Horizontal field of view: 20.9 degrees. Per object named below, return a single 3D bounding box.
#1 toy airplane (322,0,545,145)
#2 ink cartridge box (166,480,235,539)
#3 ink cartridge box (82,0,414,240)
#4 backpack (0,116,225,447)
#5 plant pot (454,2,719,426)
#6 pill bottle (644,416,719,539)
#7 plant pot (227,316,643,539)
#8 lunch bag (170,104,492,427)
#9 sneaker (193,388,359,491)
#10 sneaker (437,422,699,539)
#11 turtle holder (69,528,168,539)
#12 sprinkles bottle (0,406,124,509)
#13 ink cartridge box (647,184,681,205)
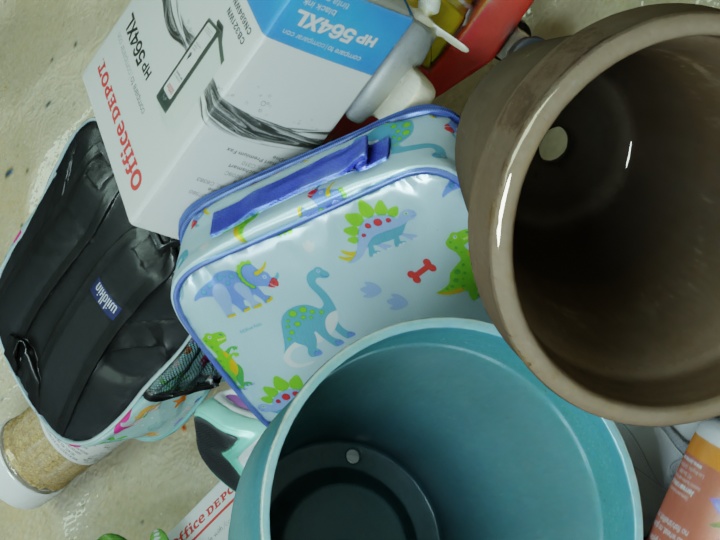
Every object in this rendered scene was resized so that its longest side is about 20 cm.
[{"bbox_3d":[0.008,-0.141,1.221,0.199,0.141,0.199,-10,32,43],"label":"toy airplane"},{"bbox_3d":[-0.064,0.199,1.261,0.116,0.068,0.200,-46,46,22],"label":"ink cartridge box"},{"bbox_3d":[-0.073,-0.132,1.161,0.200,0.084,0.146,-51,42,28],"label":"ink cartridge box"},{"bbox_3d":[-0.147,0.015,1.286,0.200,0.150,0.178,-50,61,27],"label":"backpack"},{"bbox_3d":[0.126,-0.045,0.976,0.201,0.200,0.175,-61,25,7],"label":"plant pot"},{"bbox_3d":[0.184,0.184,0.983,0.112,0.112,0.201,27,94,48],"label":"pill bottle"},{"bbox_3d":[0.018,0.139,1.025,0.188,0.199,0.201,148,132,-68],"label":"plant pot"},{"bbox_3d":[0.000,0.000,1.128,0.199,0.161,0.083,-24,35,19],"label":"lunch bag"},{"bbox_3d":[0.007,0.114,1.205,0.200,0.140,0.078,41,147,28],"label":"sneaker"},{"bbox_3d":[0.120,0.093,1.116,0.200,0.075,0.115,28,94,43],"label":"sneaker"},{"bbox_3d":[-0.177,0.245,1.230,0.185,0.131,0.142,-152,57,-66],"label":"turtle holder"},{"bbox_3d":[-0.196,0.103,1.436,0.200,0.068,0.068,-36,51,30],"label":"sprinkles bottle"},{"bbox_3d":[0.266,-0.057,1.014,0.200,0.086,0.147,36,101,46],"label":"ink cartridge box"}]
